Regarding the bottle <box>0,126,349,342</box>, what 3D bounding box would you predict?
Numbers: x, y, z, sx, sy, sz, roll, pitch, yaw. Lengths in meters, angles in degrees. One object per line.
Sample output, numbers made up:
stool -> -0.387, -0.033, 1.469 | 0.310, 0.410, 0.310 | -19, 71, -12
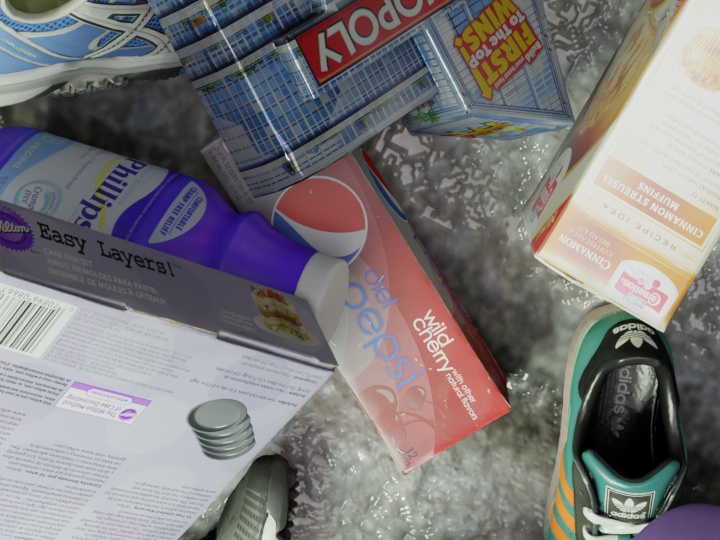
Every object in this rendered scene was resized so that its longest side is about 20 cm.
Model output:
bottle -> -0.105, -0.011, 0.814 | 0.198, 0.084, 0.066 | 18, 136, 14

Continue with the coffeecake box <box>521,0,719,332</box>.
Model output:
coffeecake box -> 0.159, -0.086, 0.796 | 0.073, 0.154, 0.201 | 29, 100, -2

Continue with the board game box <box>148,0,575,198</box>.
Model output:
board game box -> 0.011, -0.130, 0.800 | 0.199, 0.061, 0.201 | -36, 105, -28

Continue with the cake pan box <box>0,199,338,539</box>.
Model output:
cake pan box -> -0.140, 0.065, 0.727 | 0.199, 0.053, 0.185 | 17, 124, -39

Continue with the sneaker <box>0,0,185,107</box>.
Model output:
sneaker -> -0.117, -0.136, 0.798 | 0.199, 0.077, 0.076 | -26, 76, -33

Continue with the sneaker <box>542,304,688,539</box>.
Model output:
sneaker -> 0.133, 0.123, 0.869 | 0.070, 0.080, 0.203 | 0, 100, 3

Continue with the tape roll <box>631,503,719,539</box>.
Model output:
tape roll -> 0.181, 0.223, 0.830 | 0.065, 0.199, 0.203 | 7, 104, 43

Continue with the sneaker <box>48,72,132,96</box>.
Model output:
sneaker -> -0.205, -0.146, 0.846 | 0.198, 0.070, 0.101 | 8, 94, -1

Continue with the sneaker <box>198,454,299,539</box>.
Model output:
sneaker -> -0.098, 0.185, 0.899 | 0.090, 0.067, 0.202 | 21, 102, -4

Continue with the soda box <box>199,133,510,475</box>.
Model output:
soda box -> 0.000, 0.000, 0.864 | 0.070, 0.063, 0.201 | -31, 98, 8
